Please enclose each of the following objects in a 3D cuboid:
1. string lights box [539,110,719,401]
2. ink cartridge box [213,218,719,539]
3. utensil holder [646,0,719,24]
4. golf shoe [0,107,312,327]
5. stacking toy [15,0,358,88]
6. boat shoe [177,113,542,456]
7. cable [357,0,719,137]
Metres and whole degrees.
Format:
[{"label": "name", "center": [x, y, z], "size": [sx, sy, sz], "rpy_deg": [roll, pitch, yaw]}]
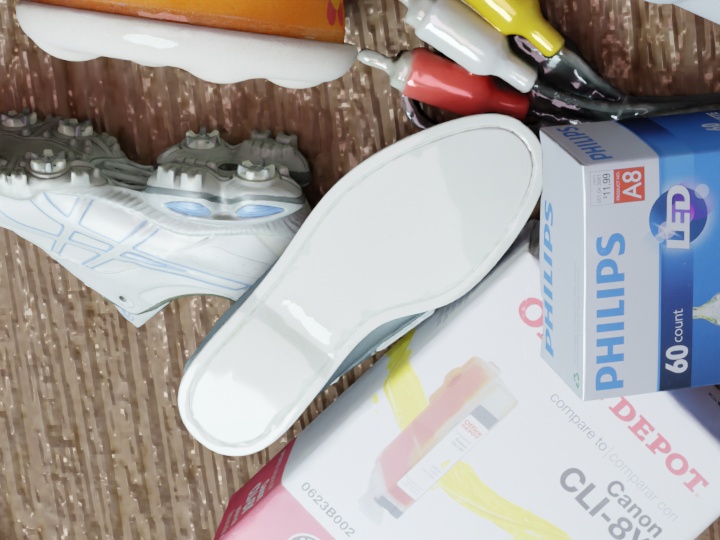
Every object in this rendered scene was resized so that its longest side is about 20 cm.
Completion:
[{"label": "string lights box", "center": [0.176, -0.013, 1.130], "size": [0.200, 0.059, 0.103], "rpy_deg": [-7, 110, -14]}, {"label": "ink cartridge box", "center": [0.055, 0.097, 1.216], "size": [0.145, 0.083, 0.200], "rpy_deg": [45, 102, -4]}, {"label": "utensil holder", "center": [0.219, -0.145, 1.034], "size": [0.200, 0.170, 0.170], "rpy_deg": [22, 115, -12]}, {"label": "golf shoe", "center": [-0.121, -0.017, 1.253], "size": [0.200, 0.078, 0.097], "rpy_deg": [8, 117, 14]}, {"label": "stacking toy", "center": [-0.063, -0.182, 1.161], "size": [0.146, 0.146, 0.200], "rpy_deg": [9, 96, 12]}, {"label": "boat shoe", "center": [0.000, 0.000, 1.209], "size": [0.200, 0.062, 0.073], "rpy_deg": [-43, 94, 13]}, {"label": "cable", "center": [0.093, -0.068, 1.186], "size": [0.200, 0.050, 0.097], "rpy_deg": [30, 118, 4]}]
